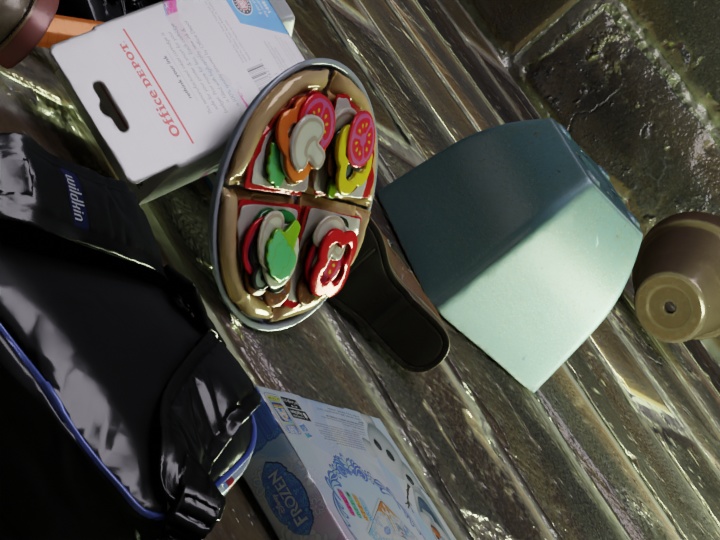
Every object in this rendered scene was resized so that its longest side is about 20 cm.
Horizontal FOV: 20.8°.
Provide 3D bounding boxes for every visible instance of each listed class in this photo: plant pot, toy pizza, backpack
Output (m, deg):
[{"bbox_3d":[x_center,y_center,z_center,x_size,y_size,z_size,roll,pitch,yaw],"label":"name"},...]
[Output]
[{"bbox_3d":[0.171,-0.038,2.034,0.196,0.200,0.196,40,16,-40],"label":"plant pot"},{"bbox_3d":[-0.038,-0.052,1.412,0.032,0.202,0.200,17,-6,31],"label":"toy pizza"},{"bbox_3d":[0.496,0.029,3.023,0.201,0.200,0.174,51,32,1],"label":"plant pot"},{"bbox_3d":[-0.133,0.054,0.857,0.201,0.154,0.190,58,22,5],"label":"backpack"}]

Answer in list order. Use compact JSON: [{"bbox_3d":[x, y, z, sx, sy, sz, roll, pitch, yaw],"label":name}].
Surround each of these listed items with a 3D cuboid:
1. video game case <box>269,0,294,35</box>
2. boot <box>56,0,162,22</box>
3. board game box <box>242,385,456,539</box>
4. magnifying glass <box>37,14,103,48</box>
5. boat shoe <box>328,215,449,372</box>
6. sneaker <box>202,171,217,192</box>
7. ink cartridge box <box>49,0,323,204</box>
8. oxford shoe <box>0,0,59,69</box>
[{"bbox_3d":[-0.112,-0.204,1.599,0.201,0.024,0.183,59,-27,32],"label":"video game case"},{"bbox_3d":[-0.219,-0.233,1.556,0.165,0.066,0.200,52,17,13],"label":"boot"},{"bbox_3d":[0.011,0.175,1.251,0.200,0.043,0.200,56,13,22],"label":"board game box"},{"bbox_3d":[-0.159,-0.167,1.452,0.199,0.022,0.080,4,66,-32],"label":"magnifying glass"},{"bbox_3d":[0.000,0.000,1.657,0.201,0.072,0.068,56,6,-24],"label":"boat shoe"},{"bbox_3d":[-0.103,-0.111,1.515,0.200,0.082,0.074,44,52,-21],"label":"sneaker"},{"bbox_3d":[-0.133,-0.125,1.391,0.199,0.068,0.116,-28,84,-43],"label":"ink cartridge box"},{"bbox_3d":[-0.252,-0.217,1.371,0.075,0.070,0.200,38,16,-26],"label":"oxford shoe"}]
